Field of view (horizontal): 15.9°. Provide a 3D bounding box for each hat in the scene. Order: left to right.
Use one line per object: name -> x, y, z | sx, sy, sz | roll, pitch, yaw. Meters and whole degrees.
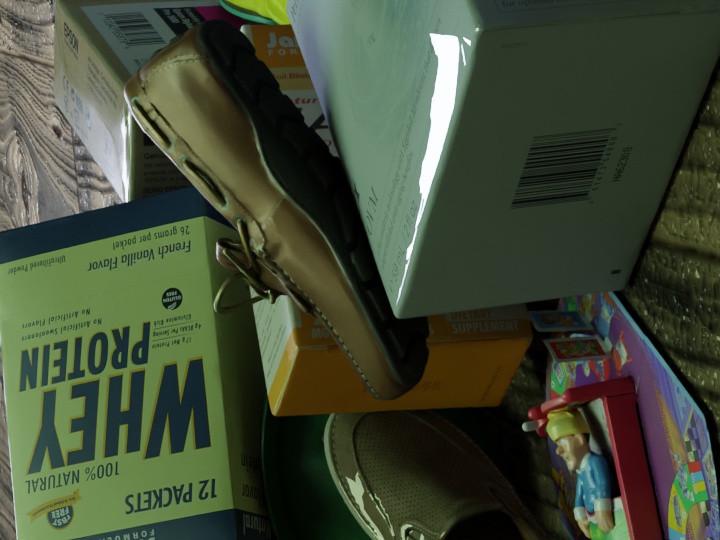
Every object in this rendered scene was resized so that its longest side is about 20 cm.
hat -> 0.066, 0.112, 1.364 | 0.176, 0.166, 0.201 | -2, 115, 40

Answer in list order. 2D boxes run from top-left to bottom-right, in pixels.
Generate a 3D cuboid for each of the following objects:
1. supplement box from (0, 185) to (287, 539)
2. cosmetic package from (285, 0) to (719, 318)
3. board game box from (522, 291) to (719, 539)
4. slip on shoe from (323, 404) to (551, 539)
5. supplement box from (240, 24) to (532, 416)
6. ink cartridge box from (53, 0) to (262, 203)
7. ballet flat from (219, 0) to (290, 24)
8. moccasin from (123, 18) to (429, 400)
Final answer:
supplement box -> -0.096, 0.080, 1.459 | 0.200, 0.134, 0.201 | 26, -126, -65
cosmetic package -> 0.058, -0.120, 1.174 | 0.200, 0.123, 0.200 | 105, 153, -51
board game box -> 0.110, 0.099, 1.231 | 0.200, 0.039, 0.158 | -120, 28, -53
slip on shoe -> 0.051, 0.130, 1.285 | 0.200, 0.076, 0.061 | 55, 162, 28
supplement box -> 0.005, -0.030, 1.340 | 0.074, 0.126, 0.201 | 110, 153, -55
ink cartridge box -> -0.086, -0.108, 1.562 | 0.200, 0.164, 0.075 | -131, 39, -59
ballet flat -> -0.027, -0.166, 1.527 | 0.200, 0.067, 0.067 | 41, 129, 55
moccasin -> -0.041, -0.021, 1.233 | 0.202, 0.078, 0.074 | 51, -155, -4
